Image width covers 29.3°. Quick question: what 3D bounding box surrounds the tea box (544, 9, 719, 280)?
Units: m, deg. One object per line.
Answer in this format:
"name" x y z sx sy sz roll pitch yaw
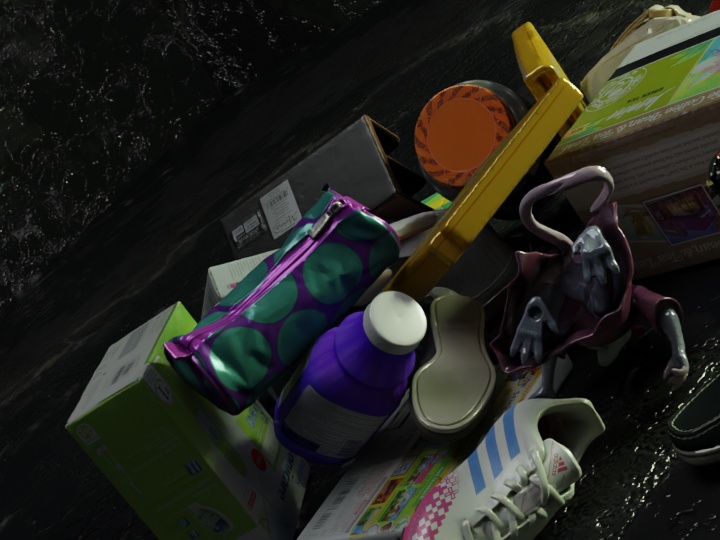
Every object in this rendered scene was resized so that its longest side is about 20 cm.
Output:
"tea box" 0.294 -0.115 1.121 0.199 0.134 0.197 -18 25 48

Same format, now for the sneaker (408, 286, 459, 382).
"sneaker" 0.014 0.096 1.240 0.199 0.076 0.114 -33 16 33

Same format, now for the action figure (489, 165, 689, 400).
"action figure" 0.157 0.024 0.988 0.133 0.151 0.200 -16 -11 22

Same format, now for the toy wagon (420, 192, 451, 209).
"toy wagon" 0.078 -0.049 1.571 0.154 0.040 0.200 -28 18 26

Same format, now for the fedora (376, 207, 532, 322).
"fedora" 0.071 0.002 1.343 0.177 0.091 0.199 -46 18 -32

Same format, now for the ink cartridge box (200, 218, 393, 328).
"ink cartridge box" -0.066 0.036 1.410 0.198 0.044 0.197 -15 -26 -18

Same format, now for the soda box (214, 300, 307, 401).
"soda box" -0.078 0.071 1.324 0.068 0.064 0.200 -38 -22 -8

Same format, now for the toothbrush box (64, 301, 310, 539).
"toothbrush box" -0.140 0.151 1.167 0.086 0.201 0.146 -30 16 18

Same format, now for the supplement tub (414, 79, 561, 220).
"supplement tub" 0.130 -0.119 1.368 0.122 0.123 0.200 -31 -14 16

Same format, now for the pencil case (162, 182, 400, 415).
"pencil case" -0.063 0.023 1.105 0.200 0.093 0.085 -45 53 -15

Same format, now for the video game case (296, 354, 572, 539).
"video game case" 0.058 0.147 1.090 0.181 0.023 0.200 -20 22 46

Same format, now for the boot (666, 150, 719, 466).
"boot" 0.243 0.006 0.846 0.203 0.154 0.073 -37 16 -4

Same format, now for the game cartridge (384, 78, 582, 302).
"game cartridge" 0.095 -0.056 1.134 0.177 0.032 0.200 -51 -2 -17

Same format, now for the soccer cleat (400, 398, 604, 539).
"soccer cleat" 0.095 0.151 0.908 0.086 0.070 0.200 -20 22 46

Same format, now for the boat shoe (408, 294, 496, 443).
"boat shoe" 0.075 0.089 1.100 0.066 0.058 0.201 4 28 6

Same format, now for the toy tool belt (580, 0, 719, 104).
"toy tool belt" 0.319 -0.198 1.320 0.122 0.126 0.199 2 -28 -47

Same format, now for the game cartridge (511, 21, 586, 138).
"game cartridge" 0.206 -0.142 1.309 0.032 0.177 0.200 -32 17 15

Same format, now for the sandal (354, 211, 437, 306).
"sandal" 0.005 -0.002 1.241 0.206 0.060 0.079 -21 -1 -41

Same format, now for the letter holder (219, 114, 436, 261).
"letter holder" -0.021 -0.049 1.449 0.199 0.101 0.142 -34 -28 21

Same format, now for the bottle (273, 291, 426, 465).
"bottle" -0.006 0.086 1.092 0.200 0.083 0.066 123 165 -52
